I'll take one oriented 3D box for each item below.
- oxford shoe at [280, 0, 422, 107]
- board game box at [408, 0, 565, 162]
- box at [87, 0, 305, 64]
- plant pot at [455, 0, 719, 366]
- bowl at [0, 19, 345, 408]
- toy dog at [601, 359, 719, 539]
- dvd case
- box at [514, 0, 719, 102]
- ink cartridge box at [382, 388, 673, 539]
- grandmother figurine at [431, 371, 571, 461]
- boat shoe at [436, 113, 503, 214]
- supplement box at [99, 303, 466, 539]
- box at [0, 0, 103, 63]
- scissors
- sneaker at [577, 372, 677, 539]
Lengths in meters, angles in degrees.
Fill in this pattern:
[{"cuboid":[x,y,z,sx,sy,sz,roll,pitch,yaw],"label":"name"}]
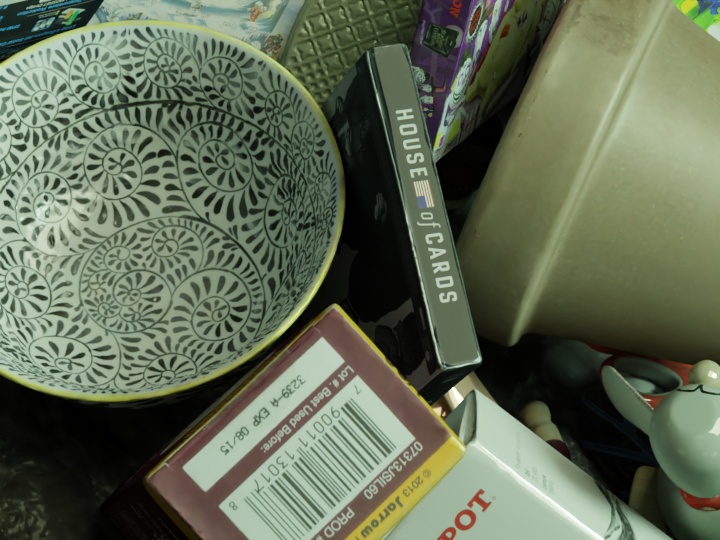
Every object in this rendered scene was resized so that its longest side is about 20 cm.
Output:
[{"cuboid":[0.022,-0.148,1.413,0.075,0.058,0.200,27,92,-2],"label":"oxford shoe"},{"cuboid":[0.069,-0.133,1.382,0.032,0.120,0.200,16,23,16],"label":"board game box"},{"cuboid":[-0.039,-0.131,1.447,0.200,0.040,0.137,26,79,-4],"label":"box"},{"cuboid":[0.154,-0.035,1.388,0.174,0.200,0.200,23,50,6],"label":"plant pot"},{"cuboid":[-0.102,-0.008,1.334,0.200,0.094,0.201,-3,60,4],"label":"bowl"},{"cuboid":[0.174,0.080,1.363,0.132,0.200,0.097,11,70,-8],"label":"toy dog"},{"cuboid":[0.000,0.000,1.336,0.025,0.200,0.151,-9,76,-18],"label":"dvd case"},{"cuboid":[0.207,-0.130,1.555,0.200,0.122,0.193,44,65,10],"label":"box"},{"cuboid":[0.082,0.173,1.323,0.200,0.146,0.084,38,15,-8],"label":"ink cartridge box"},{"cuboid":[0.065,0.101,1.424,0.121,0.061,0.200,-32,80,-32],"label":"grandmother figurine"},{"cuboid":[0.017,-0.131,1.518,0.075,0.075,0.203,-22,76,-40],"label":"boat shoe"},{"cuboid":[-0.039,0.092,1.249,0.110,0.200,0.086,-42,91,-14],"label":"supplement box"},{"cuboid":[-0.206,-0.121,1.312,0.200,0.159,0.046,-17,70,-38],"label":"box"},{"cuboid":[0.206,0.063,1.486,0.200,0.014,0.073,14,35,-15],"label":"scissors"},{"cuboid":[0.201,0.124,1.484,0.077,0.076,0.200,-31,83,-37],"label":"sneaker"}]
